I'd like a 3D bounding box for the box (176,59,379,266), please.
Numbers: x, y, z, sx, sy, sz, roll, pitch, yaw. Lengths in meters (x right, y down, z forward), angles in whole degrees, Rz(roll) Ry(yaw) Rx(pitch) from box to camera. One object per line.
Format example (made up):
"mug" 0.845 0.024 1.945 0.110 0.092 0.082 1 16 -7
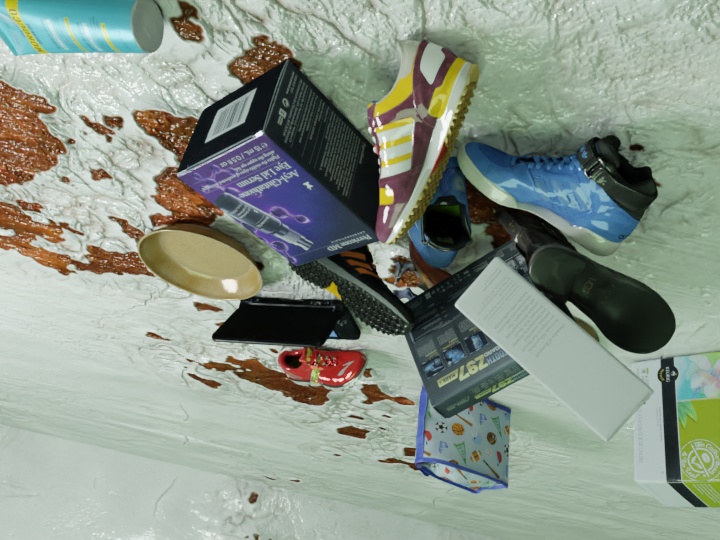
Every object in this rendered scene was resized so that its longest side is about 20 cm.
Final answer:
"box" -0.076 -0.110 0.741 0.147 0.105 0.200 -16 139 39

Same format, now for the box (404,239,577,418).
"box" 0.156 0.069 0.826 0.199 0.159 0.051 -33 137 13

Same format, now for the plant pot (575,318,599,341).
"plant pot" 0.286 0.123 1.071 0.198 0.028 0.201 9 149 5

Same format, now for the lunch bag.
"lunch bag" 0.194 0.337 1.323 0.199 0.171 0.124 26 143 -25

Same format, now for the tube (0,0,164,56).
"tube" -0.294 -0.247 0.658 0.198 0.051 0.078 8 143 19

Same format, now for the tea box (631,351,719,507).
"tea box" 0.537 0.245 1.006 0.196 0.202 0.133 -16 139 38

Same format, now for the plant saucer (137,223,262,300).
"plant saucer" -0.246 -0.018 1.026 0.198 0.036 0.201 9 150 5

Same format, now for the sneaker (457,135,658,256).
"sneaker" 0.206 -0.106 0.676 0.199 0.077 0.112 31 129 3

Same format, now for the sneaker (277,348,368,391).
"sneaker" -0.079 0.182 1.262 0.198 0.078 0.085 -9 138 32

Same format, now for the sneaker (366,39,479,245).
"sneaker" 0.042 -0.125 0.652 0.090 0.075 0.201 28 116 11

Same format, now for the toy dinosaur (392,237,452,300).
"toy dinosaur" 0.132 0.049 0.931 0.180 0.106 0.201 12 148 -5

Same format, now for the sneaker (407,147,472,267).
"sneaker" 0.091 -0.052 0.777 0.078 0.090 0.201 -4 151 5

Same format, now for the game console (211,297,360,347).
"game console" -0.120 0.112 1.116 0.198 0.117 0.176 2 148 19

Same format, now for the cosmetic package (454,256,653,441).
"cosmetic package" 0.201 0.079 0.698 0.200 0.071 0.101 43 -173 14

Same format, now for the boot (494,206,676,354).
"boot" 0.251 -0.002 0.749 0.199 0.174 0.069 33 108 -8

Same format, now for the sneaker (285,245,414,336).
"sneaker" 0.000 0.000 0.861 0.199 0.090 0.070 34 149 11
